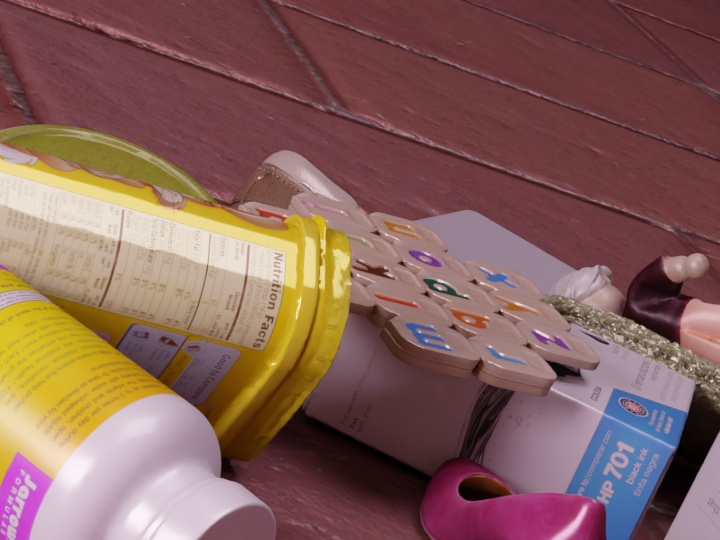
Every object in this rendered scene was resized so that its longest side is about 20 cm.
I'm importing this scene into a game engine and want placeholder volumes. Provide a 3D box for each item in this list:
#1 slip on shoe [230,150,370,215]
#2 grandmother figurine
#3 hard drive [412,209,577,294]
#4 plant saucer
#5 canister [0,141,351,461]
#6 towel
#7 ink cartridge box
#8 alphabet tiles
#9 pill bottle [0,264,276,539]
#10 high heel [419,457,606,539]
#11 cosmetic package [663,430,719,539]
[{"bbox_3d":[0.000,0.000,1.682,0.200,0.076,0.061,38,59,16],"label":"slip on shoe"},{"bbox_3d":[0.208,0.039,1.668,0.199,0.122,0.061,14,33,28],"label":"grandmother figurine"},{"bbox_3d":[0.085,0.005,1.838,0.132,0.025,0.200,31,18,19],"label":"hard drive"},{"bbox_3d":[-0.148,-0.025,1.467,0.199,0.031,0.200,18,31,-11],"label":"plant saucer"},{"bbox_3d":[-0.124,0.014,1.298,0.199,0.149,0.087,16,53,-20],"label":"canister"},{"bbox_3d":[0.195,0.078,1.641,0.199,0.037,0.148,25,-15,7],"label":"towel"},{"bbox_3d":[0.083,0.074,1.518,0.199,0.086,0.146,27,17,4],"label":"ink cartridge box"},{"bbox_3d":[0.031,0.011,1.464,0.195,0.015,0.200,14,20,-28],"label":"alphabet tiles"},{"bbox_3d":[-0.133,0.080,1.151,0.200,0.105,0.104,33,18,28],"label":"pill bottle"},{"bbox_3d":[0.082,0.120,1.352,0.067,0.096,0.200,21,17,-11],"label":"high heel"},{"bbox_3d":[0.282,0.148,1.369,0.167,0.201,0.166,15,18,-29],"label":"cosmetic package"}]
